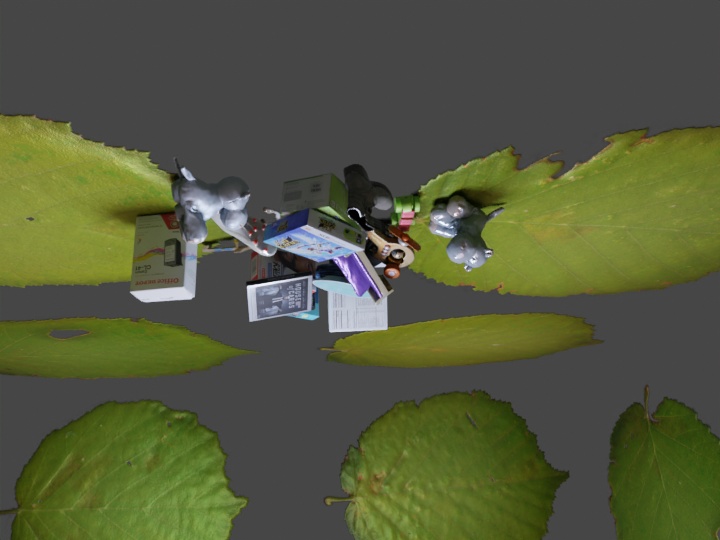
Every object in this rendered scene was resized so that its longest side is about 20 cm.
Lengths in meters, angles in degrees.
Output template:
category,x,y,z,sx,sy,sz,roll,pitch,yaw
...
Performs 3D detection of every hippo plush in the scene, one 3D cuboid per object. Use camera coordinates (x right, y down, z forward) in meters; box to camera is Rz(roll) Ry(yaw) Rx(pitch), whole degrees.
category,x,y,z,sx,sy,sz,roll,pitch,yaw
hippo plush,-0.336,-0.167,1.230,0.156,0.159,0.207,-12,121,-27
hippo plush,0.271,-0.081,1.436,0.194,0.167,0.158,10,154,-32

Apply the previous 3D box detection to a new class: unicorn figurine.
category,x,y,z,sx,sy,sz,roll,pitch,yaw
unicorn figurine,-0.234,-0.110,1.441,0.194,0.077,0.136,3,164,32

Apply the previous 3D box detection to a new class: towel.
category,x,y,z,sx,sy,sz,roll,pitch,yaw
towel,-0.053,0.014,1.658,0.109,0.050,0.197,20,165,-33

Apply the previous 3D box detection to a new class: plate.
category,x,y,z,sx,sy,sz,roll,pitch,yaw
plate,-0.047,0.045,1.614,0.193,0.027,0.201,12,168,3

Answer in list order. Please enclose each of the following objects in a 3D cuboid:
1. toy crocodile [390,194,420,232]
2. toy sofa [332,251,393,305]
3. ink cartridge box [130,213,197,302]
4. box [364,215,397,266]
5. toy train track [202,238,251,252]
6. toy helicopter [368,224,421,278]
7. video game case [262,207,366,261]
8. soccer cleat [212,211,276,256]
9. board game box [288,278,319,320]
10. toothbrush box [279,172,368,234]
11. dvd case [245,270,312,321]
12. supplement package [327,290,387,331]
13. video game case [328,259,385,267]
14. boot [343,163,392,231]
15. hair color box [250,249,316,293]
category,x,y,z,sx,sy,sz,roll,pitch,yaw
toy crocodile,0.116,-0.142,1.417,0.065,0.064,0.201,-2,158,-4
toy sofa,0.000,0.000,1.449,0.096,0.083,0.202,-35,126,-2
ink cartridge box,-0.498,-0.035,1.384,0.142,0.207,0.086,-5,159,2
box,0.009,-0.084,1.524,0.196,0.045,0.158,23,141,-38
toy train track,-0.359,-0.075,1.531,0.192,0.034,0.115,-3,-168,17
toy helicopter,0.072,-0.073,1.436,0.130,0.081,0.198,-27,131,36
video game case,-0.113,-0.079,1.315,0.178,0.047,0.197,21,158,-37
soccer cleat,-0.294,-0.106,1.361,0.198,0.070,0.077,39,150,-12
board game box,-0.225,0.066,1.739,0.195,0.157,0.046,14,154,-37
toothbrush box,-0.082,-0.144,1.321,0.141,0.089,0.199,-4,158,29
dvd case,-0.239,0.077,1.606,0.193,0.025,0.154,-9,135,-16
supplement package,-0.013,0.111,1.821,0.192,0.157,0.152,-2,-173,-5
video game case,-0.002,-0.051,1.667,0.192,0.025,0.183,-3,158,-4
boot,0.017,-0.150,1.288,0.066,0.135,0.198,-15,156,28
hair color box,-0.233,0.006,1.649,0.195,0.115,0.063,11,155,-34
